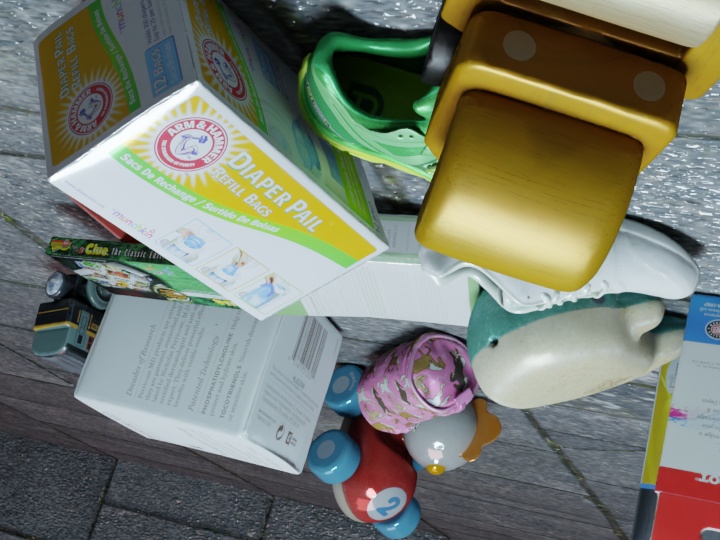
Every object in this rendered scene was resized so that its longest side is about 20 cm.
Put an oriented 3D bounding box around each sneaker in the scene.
[{"bbox_3d":[0.135,-0.002,0.794,0.200,0.080,0.070,14,160,2],"label":"sneaker"},{"bbox_3d":[0.058,-0.081,0.632,0.200,0.074,0.084,15,166,4],"label":"sneaker"}]

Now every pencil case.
[{"bbox_3d":[0.059,0.124,1.225,0.086,0.083,0.200,20,161,-10],"label":"pencil case"}]

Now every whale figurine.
[{"bbox_3d":[0.173,0.044,0.899,0.200,0.104,0.159,1,152,-36],"label":"whale figurine"}]

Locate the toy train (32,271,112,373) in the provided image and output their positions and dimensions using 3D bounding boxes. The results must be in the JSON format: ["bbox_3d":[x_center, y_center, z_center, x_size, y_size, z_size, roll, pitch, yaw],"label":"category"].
[{"bbox_3d":[-0.291,0.076,1.318,0.085,0.114,0.200,-7,152,33],"label":"toy train"}]

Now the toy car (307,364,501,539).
[{"bbox_3d":[0.073,0.213,1.368,0.200,0.177,0.184,-12,138,32],"label":"toy car"}]

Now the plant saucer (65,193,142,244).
[{"bbox_3d":[-0.125,-0.030,1.001,0.199,0.037,0.200,8,160,23],"label":"plant saucer"}]

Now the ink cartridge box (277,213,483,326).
[{"bbox_3d":[0.000,0.000,0.919,0.199,0.048,0.146,4,161,9],"label":"ink cartridge box"}]

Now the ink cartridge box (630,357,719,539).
[{"bbox_3d":[0.331,0.167,0.932,0.200,0.198,0.047,-2,155,42],"label":"ink cartridge box"}]

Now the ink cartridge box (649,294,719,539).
[{"bbox_3d":[0.290,0.127,0.843,0.116,0.200,0.067,8,160,24],"label":"ink cartridge box"}]

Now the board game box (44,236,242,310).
[{"bbox_3d":[-0.189,0.003,1.061,0.200,0.024,0.105,5,157,32],"label":"board game box"}]

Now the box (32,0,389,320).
[{"bbox_3d":[-0.085,-0.072,0.671,0.101,0.113,0.200,-29,142,17],"label":"box"}]

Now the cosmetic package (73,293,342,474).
[{"bbox_3d":[-0.153,0.099,1.196,0.200,0.167,0.167,9,161,23],"label":"cosmetic package"}]

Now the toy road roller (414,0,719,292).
[{"bbox_3d":[0.089,-0.079,0.496,0.123,0.146,0.200,16,162,-2],"label":"toy road roller"}]
